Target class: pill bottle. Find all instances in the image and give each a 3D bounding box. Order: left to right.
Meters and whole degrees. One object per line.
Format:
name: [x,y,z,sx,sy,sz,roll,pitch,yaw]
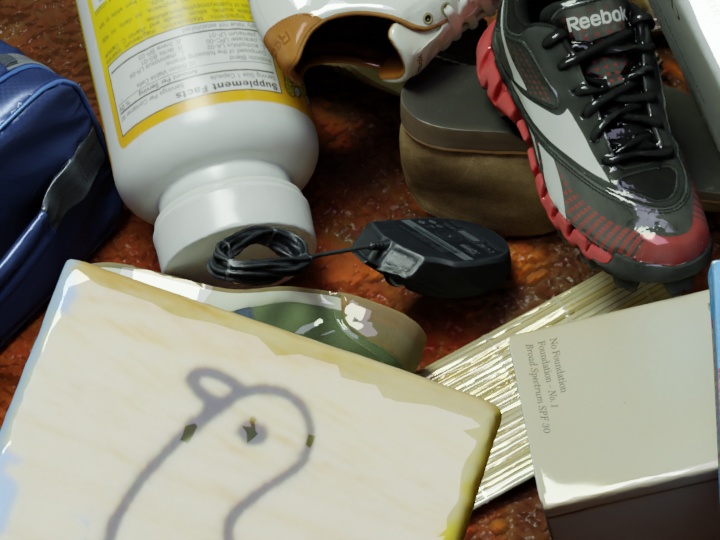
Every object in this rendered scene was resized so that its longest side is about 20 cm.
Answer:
pill bottle: [-0.085,-0.092,1.607,0.112,0.113,0.201,-17,64,4]

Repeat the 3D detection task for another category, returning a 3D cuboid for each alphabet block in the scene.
alphabet block: [-0.065,0.139,1.323,0.199,0.197,0.196,18,71,4]

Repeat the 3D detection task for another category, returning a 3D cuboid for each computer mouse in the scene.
computer mouse: [0.000,0.000,1.505,0.199,0.034,0.059,-2,27,-42]

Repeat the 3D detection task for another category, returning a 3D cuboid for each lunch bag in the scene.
lunch bag: [-0.230,-0.029,1.602,0.132,0.136,0.200,29,67,34]

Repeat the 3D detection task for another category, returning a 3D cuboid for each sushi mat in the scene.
sushi mat: [0.080,0.064,1.509,0.199,0.012,0.096,-28,50,-6]

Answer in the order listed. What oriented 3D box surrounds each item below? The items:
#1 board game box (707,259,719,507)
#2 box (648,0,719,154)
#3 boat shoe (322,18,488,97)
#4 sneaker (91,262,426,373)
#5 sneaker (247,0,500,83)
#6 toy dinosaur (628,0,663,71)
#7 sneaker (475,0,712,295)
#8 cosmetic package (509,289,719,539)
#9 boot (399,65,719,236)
board game box: [0.257,0.091,1.331,0.199,0.056,0.197,-3,80,6]
box: [0.246,-0.154,1.484,0.199,0.131,0.200,-22,66,0]
boat shoe: [0.025,-0.133,1.635,0.199,0.065,0.073,19,20,29]
sneaker: [-0.069,0.056,1.534,0.199,0.067,0.090,8,62,24]
sneaker: [0.043,-0.138,1.563,0.199,0.073,0.085,-13,62,-8]
toy dinosaur: [0.123,-0.153,1.653,0.200,0.058,0.101,31,51,29]
sneaker: [0.116,-0.079,1.469,0.071,0.098,0.201,-12,50,-18]
cosmetic package: [0.179,0.067,1.427,0.199,0.073,0.104,-15,54,5]
boot: [0.118,-0.053,1.562,0.199,0.076,0.074,10,42,7]
